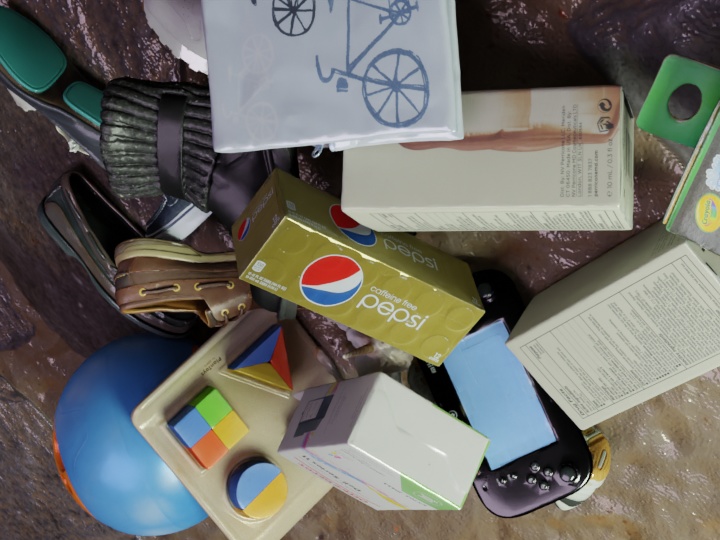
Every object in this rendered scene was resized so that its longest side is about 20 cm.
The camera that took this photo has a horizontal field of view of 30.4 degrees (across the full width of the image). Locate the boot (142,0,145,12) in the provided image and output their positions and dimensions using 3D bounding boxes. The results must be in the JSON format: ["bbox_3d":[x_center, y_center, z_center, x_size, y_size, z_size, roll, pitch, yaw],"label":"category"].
[{"bbox_3d":[-0.089,-0.245,1.020,0.186,0.069,0.201,16,139,7],"label":"boot"}]

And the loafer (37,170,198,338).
[{"bbox_3d":[-0.235,-0.016,1.308,0.200,0.072,0.063,42,131,1],"label":"loafer"}]

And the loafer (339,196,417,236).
[{"bbox_3d":[0.013,-0.044,1.108,0.070,0.070,0.200,40,137,-1],"label":"loafer"}]

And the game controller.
[{"bbox_3d":[0.116,0.104,1.117,0.103,0.042,0.202,-25,84,6],"label":"game controller"}]

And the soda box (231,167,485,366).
[{"bbox_3d":[0.000,0.000,1.040,0.198,0.064,0.068,25,120,-29],"label":"soda box"}]

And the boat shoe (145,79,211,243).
[{"bbox_3d":[-0.151,-0.097,1.185,0.091,0.071,0.200,47,129,-8],"label":"boat shoe"}]

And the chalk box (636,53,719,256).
[{"bbox_3d":[0.281,-0.079,0.856,0.198,0.124,0.125,29,137,12],"label":"chalk box"}]

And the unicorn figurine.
[{"bbox_3d":[0.007,0.074,1.177,0.137,0.073,0.201,47,166,41],"label":"unicorn figurine"}]

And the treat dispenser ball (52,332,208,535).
[{"bbox_3d":[-0.211,0.165,1.339,0.199,0.201,0.203,19,133,21],"label":"treat dispenser ball"}]

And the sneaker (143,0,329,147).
[{"bbox_3d":[-0.075,-0.180,1.006,0.198,0.077,0.081,31,144,6],"label":"sneaker"}]

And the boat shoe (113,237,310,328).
[{"bbox_3d":[-0.128,0.021,1.207,0.197,0.069,0.072,7,159,-13],"label":"boat shoe"}]

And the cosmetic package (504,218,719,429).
[{"bbox_3d":[0.220,0.036,1.028,0.104,0.073,0.199,47,137,-9],"label":"cosmetic package"}]

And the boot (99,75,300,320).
[{"bbox_3d":[-0.127,-0.059,1.091,0.155,0.080,0.214,-4,106,3],"label":"boot"}]

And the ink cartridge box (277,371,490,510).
[{"bbox_3d":[0.008,0.150,1.125,0.116,0.068,0.200,32,160,-16],"label":"ink cartridge box"}]

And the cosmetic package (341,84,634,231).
[{"bbox_3d":[0.094,-0.078,0.953,0.197,0.103,0.089,0,84,16],"label":"cosmetic package"}]

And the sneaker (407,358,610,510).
[{"bbox_3d":[0.123,0.151,1.189,0.199,0.076,0.088,31,141,13],"label":"sneaker"}]

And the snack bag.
[{"bbox_3d":[-0.027,-0.176,0.920,0.197,0.021,0.192,-4,94,23],"label":"snack bag"}]

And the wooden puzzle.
[{"bbox_3d":[-0.091,0.149,1.258,0.201,0.185,0.046,53,161,-17],"label":"wooden puzzle"}]

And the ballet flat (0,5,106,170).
[{"bbox_3d":[-0.282,-0.160,1.222,0.199,0.073,0.073,38,137,-1],"label":"ballet flat"}]
